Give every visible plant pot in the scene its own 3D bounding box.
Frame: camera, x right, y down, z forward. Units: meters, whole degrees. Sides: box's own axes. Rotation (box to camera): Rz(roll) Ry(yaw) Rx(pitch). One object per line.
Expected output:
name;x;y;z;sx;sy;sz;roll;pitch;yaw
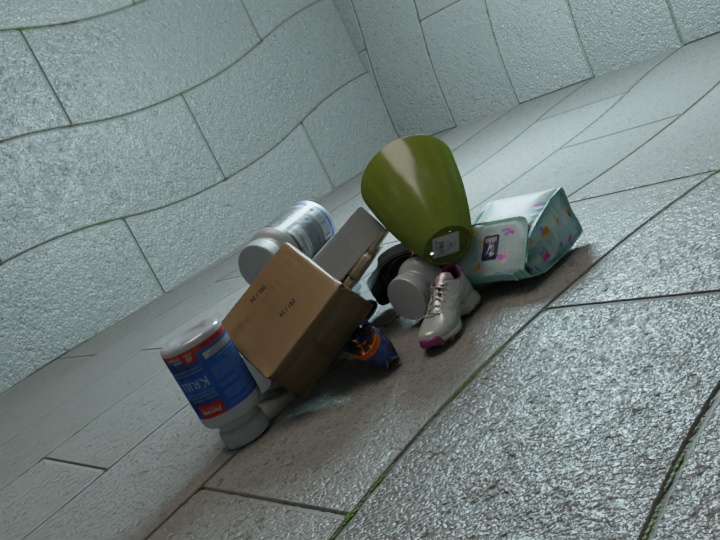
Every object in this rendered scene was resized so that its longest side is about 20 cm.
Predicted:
plant pot;0.118;-0.107;1.582;0.186;0.187;0.201;-26;48;2

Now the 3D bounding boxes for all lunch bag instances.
lunch bag;0.272;-0.048;1.581;0.170;0.122;0.200;-8;30;47

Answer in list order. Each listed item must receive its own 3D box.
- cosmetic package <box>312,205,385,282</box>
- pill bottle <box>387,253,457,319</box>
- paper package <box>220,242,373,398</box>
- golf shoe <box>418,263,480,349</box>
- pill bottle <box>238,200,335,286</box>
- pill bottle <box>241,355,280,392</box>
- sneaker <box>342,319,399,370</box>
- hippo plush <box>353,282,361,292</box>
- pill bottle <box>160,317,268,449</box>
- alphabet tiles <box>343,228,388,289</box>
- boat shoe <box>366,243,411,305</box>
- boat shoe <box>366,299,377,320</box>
cosmetic package;-0.043;-0.018;1.694;0.200;0.074;0.102;-48;-5;-15
pill bottle;0.141;0.007;1.642;0.112;0.113;0.200;-14;17;47
paper package;-0.114;0.081;1.503;0.200;0.103;0.190;-53;46;-1
golf shoe;0.136;0.059;1.489;0.075;0.092;0.200;-17;16;31
pill bottle;-0.140;-0.046;1.689;0.113;0.114;0.200;-18;16;36
pill bottle;-0.158;0.150;1.682;0.112;0.113;0.200;-20;14;29
sneaker;0.009;0.127;1.514;0.075;0.078;0.200;-51;18;1
hippo plush;-0.082;-0.002;1.967;0.158;0.162;0.200;-11;11;0
pill bottle;-0.233;0.189;1.459;0.112;0.201;0.112;-28;12;7
alphabet tiles;0.000;0.000;1.686;0.196;0.015;0.200;-54;-3;13
boat shoe;0.064;0.007;1.733;0.068;0.057;0.200;-18;-18;-20
boat shoe;-0.041;0.107;1.711;0.065;0.075;0.202;-22;5;39
